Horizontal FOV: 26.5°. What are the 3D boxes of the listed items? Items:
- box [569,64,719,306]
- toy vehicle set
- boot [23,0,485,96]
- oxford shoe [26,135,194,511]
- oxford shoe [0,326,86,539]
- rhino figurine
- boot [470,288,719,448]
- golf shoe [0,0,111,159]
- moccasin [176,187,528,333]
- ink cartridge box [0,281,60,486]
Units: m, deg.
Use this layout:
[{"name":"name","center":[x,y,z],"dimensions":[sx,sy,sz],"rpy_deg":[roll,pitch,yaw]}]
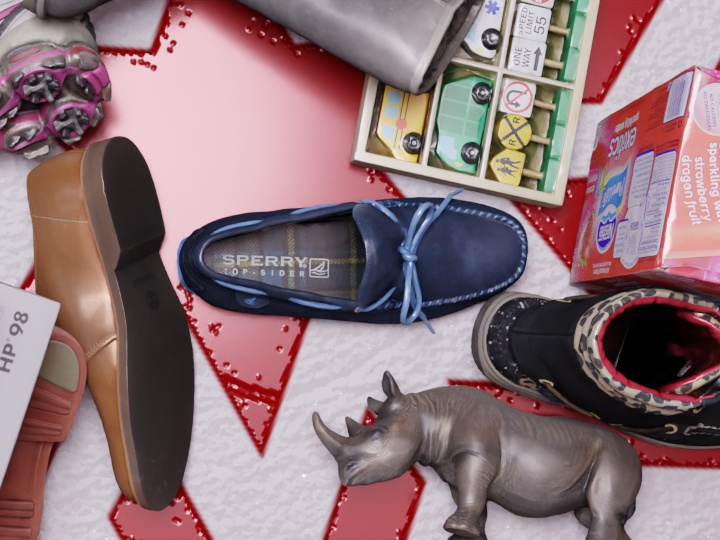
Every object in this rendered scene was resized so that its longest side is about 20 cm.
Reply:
[{"name":"box","center":[0.181,-0.034,0.797],"dimensions":[0.094,0.200,0.101],"rpy_deg":[12,86,-4]},{"name":"toy vehicle set","center":[0.072,-0.147,0.876],"dimensions":[0.123,0.027,0.203],"rpy_deg":[11,87,-6]},{"name":"boot","center":[-0.051,-0.147,0.804],"dimensions":[0.199,0.073,0.182],"rpy_deg":[37,58,4]},{"name":"oxford shoe","center":[-0.139,0.033,0.836],"dimensions":[0.071,0.071,0.203],"rpy_deg":[-10,90,22]},{"name":"oxford shoe","center":[-0.210,0.110,0.823],"dimensions":[0.070,0.074,0.202],"rpy_deg":[21,99,-43]},{"name":"rhino figurine","center":[0.067,0.109,0.848],"dimensions":[0.198,0.060,0.088],"rpy_deg":[17,67,-5]},{"name":"boot","center":[0.174,0.056,0.811],"dimensions":[0.201,0.154,0.074],"rpy_deg":[14,84,-15]},{"name":"golf shoe","center":[-0.232,-0.086,0.826],"dimensions":[0.198,0.073,0.093],"rpy_deg":[-25,55,0]},{"name":"moccasin","center":[0.000,0.000,0.840],"dimensions":[0.197,0.068,0.082],"rpy_deg":[-8,88,-9]},{"name":"ink cartridge box","center":[-0.217,0.053,0.748],"dimensions":[0.066,0.199,0.117],"rpy_deg":[21,85,-38]}]
